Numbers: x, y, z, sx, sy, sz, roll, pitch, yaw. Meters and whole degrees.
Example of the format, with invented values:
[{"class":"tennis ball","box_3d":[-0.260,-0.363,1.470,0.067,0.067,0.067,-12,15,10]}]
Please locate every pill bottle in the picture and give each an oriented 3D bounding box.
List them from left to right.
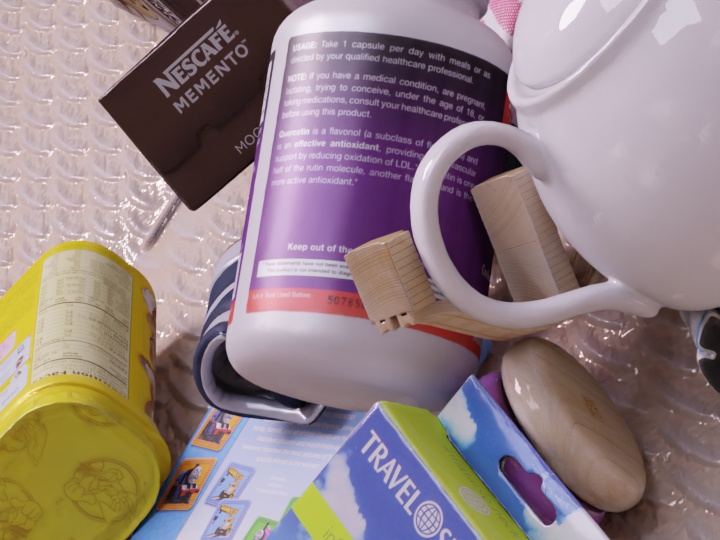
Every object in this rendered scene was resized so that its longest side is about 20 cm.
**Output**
[{"class":"pill bottle","box_3d":[0.008,-0.043,1.258,0.112,0.112,0.201,-6,70,50]}]

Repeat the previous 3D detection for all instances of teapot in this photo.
[{"class":"teapot","box_3d":[0.125,-0.088,1.155,0.197,0.146,0.201,-42,21,38]}]

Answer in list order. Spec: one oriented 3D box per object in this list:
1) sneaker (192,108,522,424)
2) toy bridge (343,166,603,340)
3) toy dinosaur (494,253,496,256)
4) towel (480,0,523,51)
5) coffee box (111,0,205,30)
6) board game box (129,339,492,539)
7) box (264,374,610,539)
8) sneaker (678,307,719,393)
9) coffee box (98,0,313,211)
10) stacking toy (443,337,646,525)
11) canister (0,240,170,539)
[{"class":"sneaker","box_3d":[0.000,0.000,1.343,0.200,0.070,0.109,-33,22,29]},{"class":"toy bridge","box_3d":[0.071,-0.010,1.212,0.027,0.068,0.200,-19,6,40]},{"class":"toy dinosaur","box_3d":[-0.011,-0.036,1.436,0.199,0.058,0.102,-6,76,35]},{"class":"towel","box_3d":[0.053,-0.192,1.409,0.146,0.030,0.201,48,130,40]},{"class":"coffee box","box_3d":[-0.132,-0.214,1.792,0.080,0.113,0.200,-50,29,-6]},{"class":"board game box","box_3d":[-0.038,0.105,1.374,0.151,0.037,0.201,1,55,53]},{"class":"box","box_3d":[0.006,0.151,1.165,0.200,0.048,0.122,-52,54,17]},{"class":"sneaker","box_3d":[0.204,-0.039,1.197,0.200,0.075,0.087,-44,24,5]},{"class":"coffee box","box_3d":[-0.059,-0.114,1.550,0.113,0.080,0.200,-39,5,13]},{"class":"stacking toy","box_3d":[0.023,0.118,1.228,0.200,0.085,0.086,-38,30,17]},{"class":"canister","box_3d":[-0.167,0.084,1.491,0.149,0.086,0.200,-47,19,17]}]
